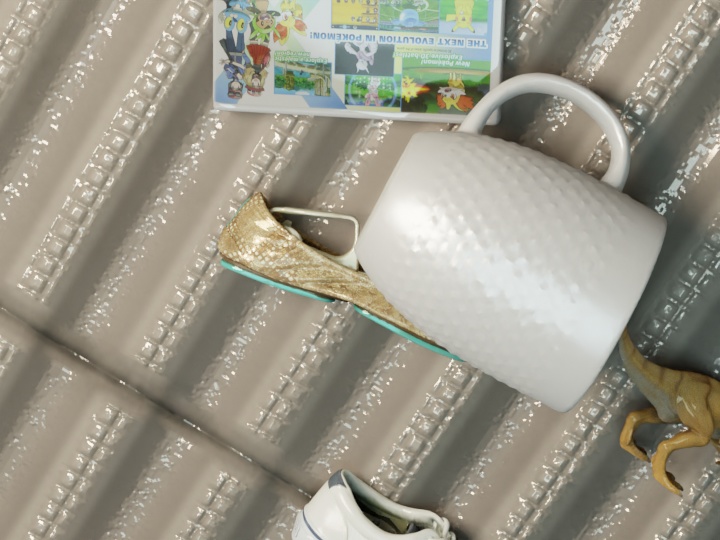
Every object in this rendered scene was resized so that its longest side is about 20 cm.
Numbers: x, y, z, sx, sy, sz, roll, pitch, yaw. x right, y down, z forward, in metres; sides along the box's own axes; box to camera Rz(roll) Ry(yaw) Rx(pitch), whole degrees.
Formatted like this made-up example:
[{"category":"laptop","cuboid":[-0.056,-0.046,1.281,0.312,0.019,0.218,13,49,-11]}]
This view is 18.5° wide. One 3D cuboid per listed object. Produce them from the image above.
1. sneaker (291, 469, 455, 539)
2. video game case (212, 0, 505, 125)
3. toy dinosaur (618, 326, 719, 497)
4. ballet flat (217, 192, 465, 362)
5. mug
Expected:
[{"category":"sneaker","cuboid":[0.047,0.217,1.599,0.199,0.073,0.071,30,114,-4]},{"category":"video game case","cuboid":[-0.001,-0.192,1.485,0.198,0.022,0.184,3,110,5]},{"category":"toy dinosaur","cuboid":[0.221,0.091,1.541,0.199,0.060,0.107,26,107,-25]},{"category":"ballet flat","cuboid":[0.000,0.000,1.533,0.199,0.071,0.066,21,97,-5]},{"category":"mug","cuboid":[0.103,-0.034,1.465,0.175,0.148,0.201,28,83,-2]}]
